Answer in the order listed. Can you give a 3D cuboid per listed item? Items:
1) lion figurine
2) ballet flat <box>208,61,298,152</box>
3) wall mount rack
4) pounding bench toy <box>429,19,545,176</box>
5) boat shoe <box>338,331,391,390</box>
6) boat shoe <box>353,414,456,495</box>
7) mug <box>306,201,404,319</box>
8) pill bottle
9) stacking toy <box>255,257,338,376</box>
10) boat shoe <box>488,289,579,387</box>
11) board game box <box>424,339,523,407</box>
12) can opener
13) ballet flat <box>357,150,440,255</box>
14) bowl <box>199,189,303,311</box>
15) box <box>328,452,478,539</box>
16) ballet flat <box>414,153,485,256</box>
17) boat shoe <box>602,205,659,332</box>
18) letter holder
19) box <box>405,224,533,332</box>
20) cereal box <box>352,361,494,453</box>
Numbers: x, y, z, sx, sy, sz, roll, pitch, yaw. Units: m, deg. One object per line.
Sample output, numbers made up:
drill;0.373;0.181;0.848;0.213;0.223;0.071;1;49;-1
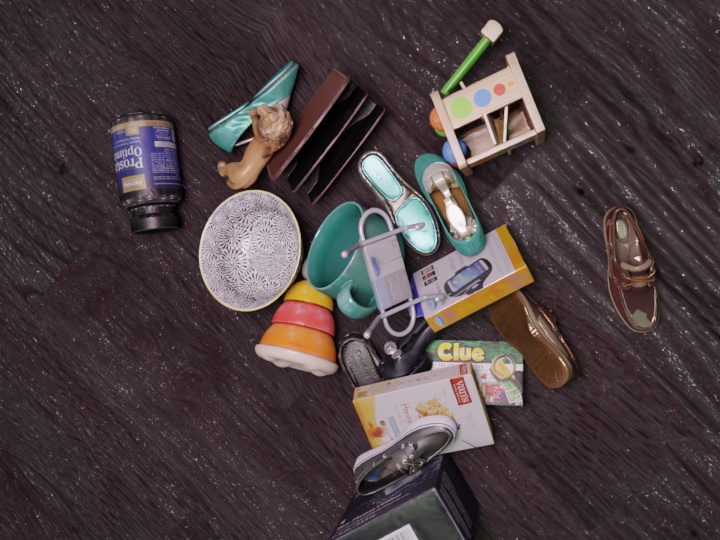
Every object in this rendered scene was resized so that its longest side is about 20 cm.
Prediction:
lion figurine;-0.173;-0.193;1.155;0.072;0.123;0.201;14;120;-28
ballet flat;-0.172;-0.277;1.221;0.199;0.067;0.071;-36;108;11
wall mount rack;0.037;0.010;1.028;0.074;0.173;0.202;-6;103;54
pounding bench toy;0.181;-0.270;1.106;0.154;0.124;0.202;-22;86;13
boat shoe;0.024;0.199;1.186;0.073;0.063;0.203;-30;90;6
boat shoe;0.070;0.299;1.112;0.199;0.057;0.069;-35;113;24
mug;-0.005;-0.004;1.139;0.151;0.114;0.187;-5;63;54
pill bottle;-0.377;-0.170;1.250;0.110;0.112;0.203;-8;89;13
stacking toy;-0.088;0.069;1.196;0.144;0.146;0.202;11;76;13
boat shoe;0.277;0.092;1.118;0.201;0.071;0.072;55;131;26
board game box;0.169;0.168;1.159;0.197;0.023;0.106;-1;72;14
can opener;0.104;0.104;1.155;0.201;0.079;0.063;-52;42;-9
ballet flat;0.069;-0.115;1.170;0.067;0.064;0.201;-36;89;9
bowl;-0.169;-0.029;1.204;0.198;0.094;0.204;-3;83;22
box;0.073;0.400;1.110;0.195;0.200;0.118;-31;87;12
ballet flat;0.142;-0.118;1.123;0.067;0.070;0.202;-27;69;5
boat shoe;0.419;-0.002;1.081;0.071;0.072;0.203;-9;89;14
letter holder;-0.055;-0.212;1.141;0.100;0.142;0.201;35;100;-20
box;0.166;0.017;1.123;0.199;0.120;0.042;-30;124;14
cereal box;0.102;0.234;1.128;0.198;0.040;0.145;-15;115;15
